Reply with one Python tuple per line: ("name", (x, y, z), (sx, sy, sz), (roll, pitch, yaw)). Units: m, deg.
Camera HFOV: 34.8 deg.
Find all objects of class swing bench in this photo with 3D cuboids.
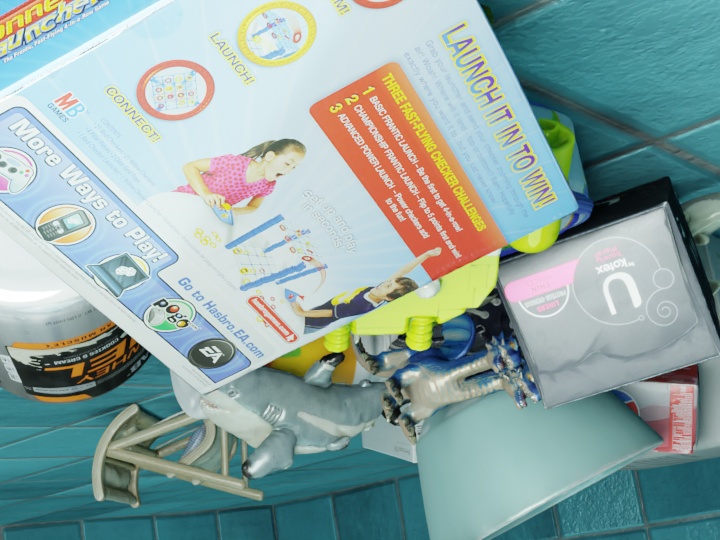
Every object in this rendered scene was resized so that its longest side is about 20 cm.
("swing bench", (-0.242, 0.247, 1.553), (0.199, 0.130, 0.199), (-4, 166, 1))

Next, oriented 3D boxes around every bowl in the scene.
("bowl", (0.123, 0.137, 0.897), (0.200, 0.105, 0.201), (-26, 165, -8))

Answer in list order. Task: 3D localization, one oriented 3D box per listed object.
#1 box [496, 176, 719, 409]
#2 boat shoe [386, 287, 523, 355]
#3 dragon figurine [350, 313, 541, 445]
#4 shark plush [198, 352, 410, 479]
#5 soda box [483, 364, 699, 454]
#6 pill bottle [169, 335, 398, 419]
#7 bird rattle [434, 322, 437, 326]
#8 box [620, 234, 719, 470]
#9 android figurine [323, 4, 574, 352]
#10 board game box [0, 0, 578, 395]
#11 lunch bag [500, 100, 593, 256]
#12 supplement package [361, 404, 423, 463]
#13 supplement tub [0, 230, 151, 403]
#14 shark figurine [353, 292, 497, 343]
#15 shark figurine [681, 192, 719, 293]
("box", (0.176, 0.008, 0.806), (0.122, 0.106, 0.200), (-21, -177, 17))
("boat shoe", (0.111, 0.034, 1.008), (0.200, 0.093, 0.075), (-6, -168, -30))
("dragon figurine", (0.059, 0.069, 0.831), (0.099, 0.059, 0.200), (-24, -167, -11))
("shark plush", (-0.027, 0.103, 0.903), (0.199, 0.084, 0.091), (0, -158, -8))
("soda box", (0.190, 0.114, 0.996), (0.199, 0.064, 0.070), (2, -170, 16))
("pill bottle", (-0.057, 0.068, 1.008), (0.200, 0.111, 0.111), (-1, 163, -29))
("bird rattle", (0.118, 0.062, 1.198), (0.200, 0.113, 0.163), (-16, -178, -25))
("box", (0.305, 0.086, 1.127), (0.171, 0.201, 0.199), (-16, 163, 32))
("android figurine", (0.012, -0.037, 0.575), (0.181, 0.041, 0.200), (1, 128, -5))
("board game box", (-0.036, -0.053, 0.461), (0.195, 0.056, 0.200), (-27, 140, 10))
("lunch bag", (0.033, -0.043, 0.713), (0.200, 0.083, 0.161), (-18, 166, 34))
("supplement package", (0.097, 0.154, 1.352), (0.155, 0.111, 0.200), (-5, 177, -16))
("supplement tub", (-0.167, -0.001, 0.627), (0.122, 0.123, 0.200), (-6, 159, -10))
("shark figurine", (-0.003, 0.006, 0.864), (0.128, 0.090, 0.214), (-28, -167, -23))
("shark figurine", (0.278, -0.030, 0.935), (0.214, 0.128, 0.089), (-35, 179, 33))
